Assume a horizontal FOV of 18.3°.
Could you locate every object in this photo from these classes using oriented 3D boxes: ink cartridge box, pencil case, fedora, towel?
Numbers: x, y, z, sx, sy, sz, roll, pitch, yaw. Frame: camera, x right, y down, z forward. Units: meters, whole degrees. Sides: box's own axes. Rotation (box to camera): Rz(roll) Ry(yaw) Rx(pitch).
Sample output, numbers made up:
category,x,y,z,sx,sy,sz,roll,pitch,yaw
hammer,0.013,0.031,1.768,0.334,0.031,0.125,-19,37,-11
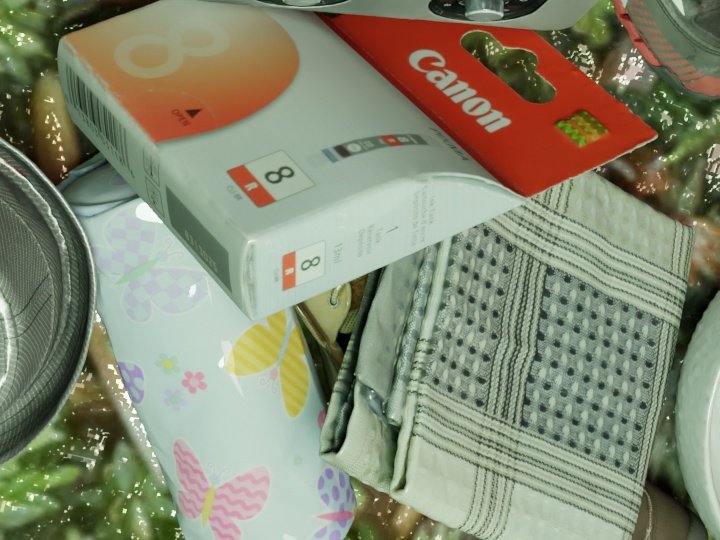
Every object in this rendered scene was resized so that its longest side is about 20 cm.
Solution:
category,x,y,z,sx,sy,sz,roll,pitch,yaw
ink cartridge box,-0.001,-0.074,0.923,0.199,0.162,0.050,-26,136,-21
pencil case,-0.069,0.039,0.987,0.083,0.090,0.201,-43,119,-48
fedora,-0.208,0.022,0.898,0.199,0.090,0.178,0,107,0
towel,0.077,0.031,1.010,0.200,0.034,0.194,29,70,-39

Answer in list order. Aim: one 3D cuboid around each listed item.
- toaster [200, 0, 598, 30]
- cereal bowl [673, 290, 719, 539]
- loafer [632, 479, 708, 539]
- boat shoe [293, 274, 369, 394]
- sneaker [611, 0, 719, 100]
category,x,y,z,sx,sy,sz,roll,pitch,yaw
toaster,0.024,-0.206,0.922,0.180,0.119,0.201,4,81,-17
cereal bowl,0.240,0.063,1.107,0.199,0.083,0.201,-4,104,-18
loafer,0.077,0.168,1.087,0.200,0.073,0.071,-42,108,-16
boat shoe,0.000,0.000,1.010,0.075,0.074,0.201,-34,112,-9
sneaker,0.149,-0.168,1.011,0.071,0.098,0.201,-21,110,-16
